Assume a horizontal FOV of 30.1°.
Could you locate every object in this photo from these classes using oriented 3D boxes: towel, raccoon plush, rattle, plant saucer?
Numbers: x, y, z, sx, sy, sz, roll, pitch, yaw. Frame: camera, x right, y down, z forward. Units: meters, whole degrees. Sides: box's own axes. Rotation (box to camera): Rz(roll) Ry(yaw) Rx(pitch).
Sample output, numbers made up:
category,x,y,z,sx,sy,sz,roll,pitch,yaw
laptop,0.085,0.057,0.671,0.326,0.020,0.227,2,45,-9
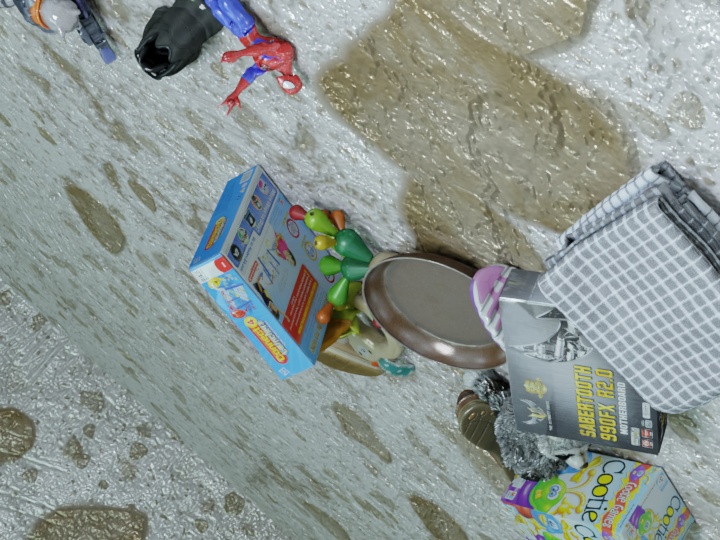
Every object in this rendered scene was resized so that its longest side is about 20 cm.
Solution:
category,x,y,z,sx,sy,sz,roll,pitch,yaw
towel,0.268,0.023,1.166,0.200,0.086,0.165,45,141,-5
raccoon plush,0.201,0.172,1.631,0.199,0.097,0.134,36,151,15
rattle,-0.004,0.121,1.832,0.129,0.144,0.201,15,145,15
plant saucer,0.097,0.043,1.578,0.198,0.032,0.201,19,146,13

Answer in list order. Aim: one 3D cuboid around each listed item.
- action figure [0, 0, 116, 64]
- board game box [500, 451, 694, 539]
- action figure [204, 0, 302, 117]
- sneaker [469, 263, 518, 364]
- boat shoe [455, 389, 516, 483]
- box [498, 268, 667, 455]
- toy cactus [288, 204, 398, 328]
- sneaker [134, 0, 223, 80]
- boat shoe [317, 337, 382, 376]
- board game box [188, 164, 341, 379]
category,x,y,z,sx,sy,sz,roll,pitch,yaw
action figure,-0.403,-0.331,1.707,0.193,0.104,0.201,33,157,49
board game box,0.292,0.298,1.665,0.199,0.105,0.103,5,139,50
action figure,-0.147,-0.248,1.421,0.200,0.099,0.065,45,160,-13
sneaker,0.186,0.078,1.484,0.200,0.081,0.088,46,162,-13
boat shoe,0.201,0.226,1.775,0.200,0.072,0.068,42,-166,-23
box,0.230,0.095,1.363,0.157,0.049,0.201,8,135,21
toy cactus,0.000,0.000,1.664,0.164,0.102,0.201,5,130,43
sneaker,-0.228,-0.259,1.546,0.076,0.091,0.200,43,161,-9
boat shoe,-0.052,0.093,1.949,0.198,0.070,0.074,24,160,-12
board game box,-0.116,0.000,1.709,0.056,0.201,0.196,-24,118,27
